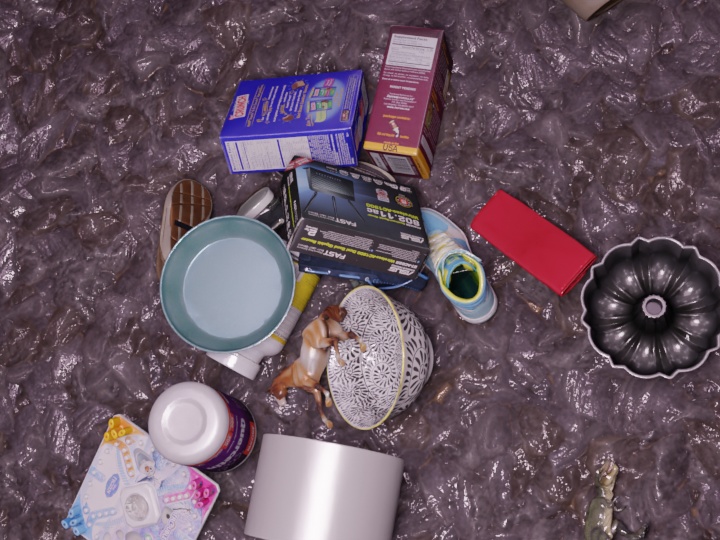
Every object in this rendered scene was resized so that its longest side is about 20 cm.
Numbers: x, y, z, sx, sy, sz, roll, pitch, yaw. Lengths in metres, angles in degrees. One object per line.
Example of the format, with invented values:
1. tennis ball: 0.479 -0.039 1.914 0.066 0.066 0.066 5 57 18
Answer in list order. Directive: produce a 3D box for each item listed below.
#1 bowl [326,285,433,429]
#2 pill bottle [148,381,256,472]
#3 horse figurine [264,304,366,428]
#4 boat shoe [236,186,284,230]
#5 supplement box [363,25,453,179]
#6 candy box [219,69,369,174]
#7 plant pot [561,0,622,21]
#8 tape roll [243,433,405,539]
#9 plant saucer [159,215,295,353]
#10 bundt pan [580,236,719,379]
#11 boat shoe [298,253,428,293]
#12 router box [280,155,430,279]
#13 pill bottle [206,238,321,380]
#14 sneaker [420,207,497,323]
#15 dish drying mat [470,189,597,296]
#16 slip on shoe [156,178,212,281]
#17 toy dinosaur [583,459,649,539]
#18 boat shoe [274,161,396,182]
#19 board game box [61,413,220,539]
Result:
1. bowl: 0.042 0.125 1.605 0.094 0.201 0.201 4 72 -32
2. pill bottle: -0.214 0.225 1.594 0.112 0.200 0.113 -3 76 11
3. horse figurine: -0.059 0.127 1.624 0.133 0.050 0.200 42 117 47
4. boat shoe: -0.193 -0.041 1.728 0.200 0.076 0.060 -39 112 16
5. supplement box: 0.075 -0.253 1.702 0.085 0.110 0.201 9 78 15
6. candy box: -0.097 -0.225 1.709 0.199 0.077 0.169 -2 39 10
7. plant pot: 0.338 -0.476 1.678 0.200 0.200 0.174 -33 88 2
8. tape roll: -0.048 0.309 1.538 0.202 0.203 0.140 8 77 14
9. plant saucer: -0.186 0.022 1.608 0.199 0.036 0.201 -2 76 9
10. bundt pan: 0.406 0.058 1.571 0.201 0.076 0.202 -3 75 11
11. boat shoe: 0.000 0.000 1.651 0.200 0.084 0.069 18 96 -14
12. router box: -0.010 -0.076 1.600 0.200 0.062 0.150 13 38 -19
13. pill bottle: -0.145 0.055 1.670 0.112 0.112 0.200 27 83 17
14. sneaker: 0.126 -0.024 1.623 0.079 0.131 0.200 -36 71 2
15. dish drying mat: 0.246 -0.042 1.626 0.077 0.018 0.200 -47 51 -2
16. slip on shoe: -0.273 -0.060 1.725 0.061 0.076 0.200 -47 32 35
17. toy dinosaur: 0.334 0.362 1.527 0.088 0.047 0.200 16 80 30
18. boat shoe: -0.043 -0.137 1.712 0.200 0.065 0.072 20 110 19
19. board game box: -0.324 0.344 1.642 0.200 0.026 0.200 32 105 18
